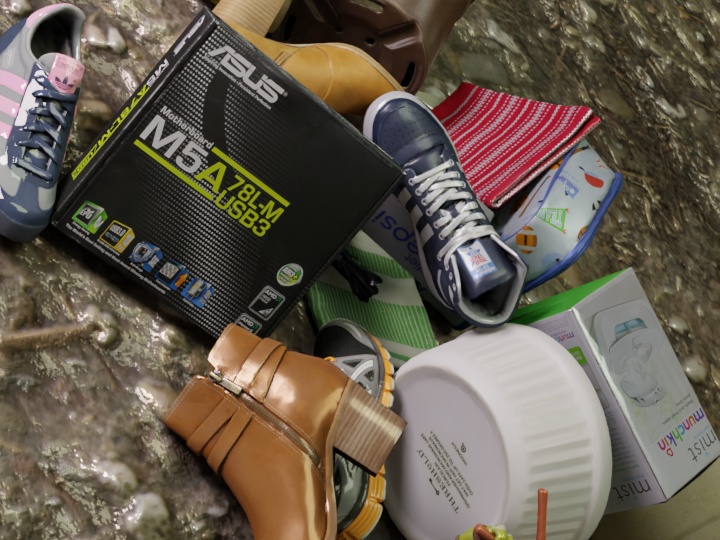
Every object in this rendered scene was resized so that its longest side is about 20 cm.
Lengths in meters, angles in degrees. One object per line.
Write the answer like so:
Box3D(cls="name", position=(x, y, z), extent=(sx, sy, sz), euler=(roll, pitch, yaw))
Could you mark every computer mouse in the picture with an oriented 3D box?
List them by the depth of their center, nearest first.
Box3D(cls="computer mouse", position=(-0.006, -0.066, 1.446), extent=(0.110, 0.044, 0.200), euler=(39, 41, -13))

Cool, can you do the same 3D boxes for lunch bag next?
Box3D(cls="lunch bag", position=(0.142, -0.028, 1.494), extent=(0.076, 0.200, 0.160), euler=(42, 48, -11))

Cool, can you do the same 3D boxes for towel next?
Box3D(cls="towel", position=(0.000, 0.000, 1.446), extent=(0.152, 0.023, 0.200), euler=(16, 50, -44))
Box3D(cls="towel", position=(0.110, -0.119, 1.509), extent=(0.145, 0.200, 0.023), euler=(-39, 120, -19))

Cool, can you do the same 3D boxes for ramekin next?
Box3D(cls="ramekin", position=(0.094, 0.145, 1.288), extent=(0.094, 0.202, 0.203), euler=(-7, 67, -42))

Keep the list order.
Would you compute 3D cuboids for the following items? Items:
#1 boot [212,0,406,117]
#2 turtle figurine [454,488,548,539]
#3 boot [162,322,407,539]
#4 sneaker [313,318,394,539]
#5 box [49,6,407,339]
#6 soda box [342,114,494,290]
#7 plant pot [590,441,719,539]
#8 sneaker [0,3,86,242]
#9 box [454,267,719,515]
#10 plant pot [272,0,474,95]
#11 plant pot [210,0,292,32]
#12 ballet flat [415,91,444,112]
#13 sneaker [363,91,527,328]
Box3D(cls="boot", position=(-0.059, -0.124, 1.286), extent=(0.201, 0.071, 0.144), euler=(36, 74, -26))
Box3D(cls="turtle figurine", position=(0.050, 0.234, 1.193), extent=(0.161, 0.200, 0.064), euler=(5, 30, -34))
Box3D(cls="boot", position=(-0.078, 0.148, 1.164), extent=(0.155, 0.074, 0.200), euler=(30, 68, 5))
Box3D(cls="sneaker", position=(-0.024, 0.114, 1.267), extent=(0.077, 0.078, 0.200), euler=(24, 42, -26))
Box3D(cls="box", position=(-0.099, -0.062, 1.218), extent=(0.200, 0.193, 0.048), euler=(38, 10, -27))
Box3D(cls="soda box", position=(0.016, -0.080, 1.390), extent=(0.200, 0.068, 0.063), euler=(42, 41, -11))
Box3D(cls="plant pot", position=(0.279, 0.217, 1.487), extent=(0.200, 0.200, 0.184), euler=(8, 43, -49))
Box3D(cls="sneaker", position=(-0.237, -0.115, 1.183), extent=(0.070, 0.082, 0.200), euler=(27, 43, -38))
Box3D(cls="box", position=(0.173, 0.117, 1.372), extent=(0.097, 0.200, 0.177), euler=(-30, 93, -40))
Box3D(cls="plant pot", position=(0.013, -0.265, 1.561), extent=(0.200, 0.200, 0.198), euler=(42, 43, -21))
Box3D(cls="plant pot", position=(-0.119, -0.331, 1.459), extent=(0.142, 0.200, 0.200), euler=(15, 45, -13))
Box3D(cls="ballet flat", position=(0.092, -0.122, 1.638), extent=(0.200, 0.063, 0.069), euler=(38, 34, -26))
Box3D(cls="sneaker", position=(0.070, -0.044, 1.286), extent=(0.200, 0.070, 0.109), euler=(66, -8, -24))
